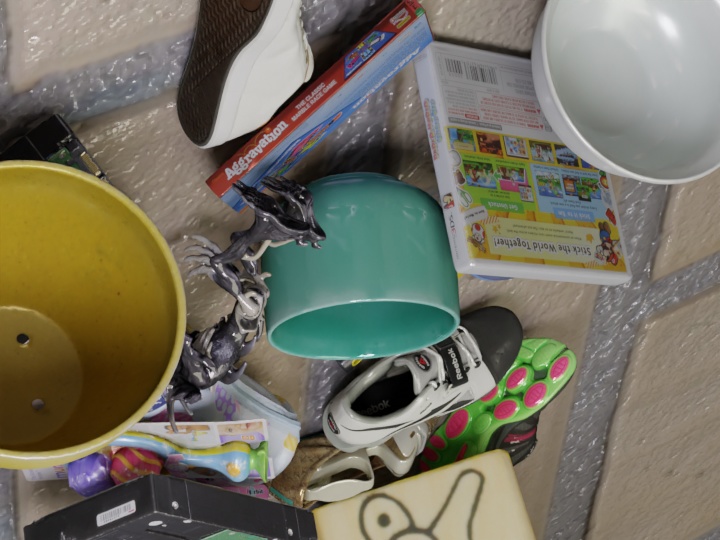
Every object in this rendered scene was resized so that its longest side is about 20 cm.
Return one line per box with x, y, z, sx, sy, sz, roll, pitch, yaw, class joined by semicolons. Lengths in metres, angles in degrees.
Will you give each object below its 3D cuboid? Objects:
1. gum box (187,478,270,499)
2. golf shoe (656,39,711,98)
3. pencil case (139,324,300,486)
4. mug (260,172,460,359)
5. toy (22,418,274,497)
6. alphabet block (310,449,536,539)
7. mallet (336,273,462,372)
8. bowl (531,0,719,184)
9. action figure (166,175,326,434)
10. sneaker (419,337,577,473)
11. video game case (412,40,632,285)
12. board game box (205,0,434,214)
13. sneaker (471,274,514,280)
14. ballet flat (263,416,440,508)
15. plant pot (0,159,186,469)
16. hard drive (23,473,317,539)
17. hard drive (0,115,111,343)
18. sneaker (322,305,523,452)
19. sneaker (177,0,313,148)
-0.169;0.242;1.856;0.113;0.066;0.201;0;128;-42;gum box
0.288;-0.134;1.864;0.078;0.095;0.200;-45;146;3;golf shoe
-0.124;0.105;1.738;0.090;0.083;0.200;-28;147;11;pencil case
-0.008;-0.002;1.696;0.151;0.115;0.185;3;160;-23;mug
-0.168;0.155;1.683;0.199;0.047;0.115;-4;152;0;toy
0.080;0.303;1.974;0.194;0.201;0.197;-17;157;1;alphabet block
0.065;0.022;1.876;0.200;0.041;0.066;-43;148;10;mallet
0.209;-0.156;1.725;0.200;0.202;0.090;-19;177;-28;bowl
-0.109;0.018;1.586;0.200;0.102;0.119;-56;172;24;action figure
0.133;0.134;2.032;0.084;0.077;0.200;0;138;-51;sneaker
0.128;-0.082;1.711;0.023;0.183;0.199;-23;161;40;video game case
-0.028;-0.120;1.607;0.200;0.019;0.103;-42;171;0;board game box
0.119;-0.043;1.763;0.082;0.074;0.200;-24;-167;37;sneaker
0.006;0.165;1.941;0.199;0.065;0.071;-24;141;-24;ballet flat
-0.223;0.049;1.428;0.199;0.201;0.142;-24;165;-22;plant pot
-0.146;0.208;1.707;0.139;0.038;0.200;-25;152;31;hard drive
-0.256;-0.004;1.524;0.200;0.038;0.140;-38;145;-3;hard drive
0.062;0.090;1.886;0.199;0.074;0.089;-32;169;-15;sneaker
-0.065;-0.173;1.515;0.084;0.073;0.200;-16;149;-35;sneaker
